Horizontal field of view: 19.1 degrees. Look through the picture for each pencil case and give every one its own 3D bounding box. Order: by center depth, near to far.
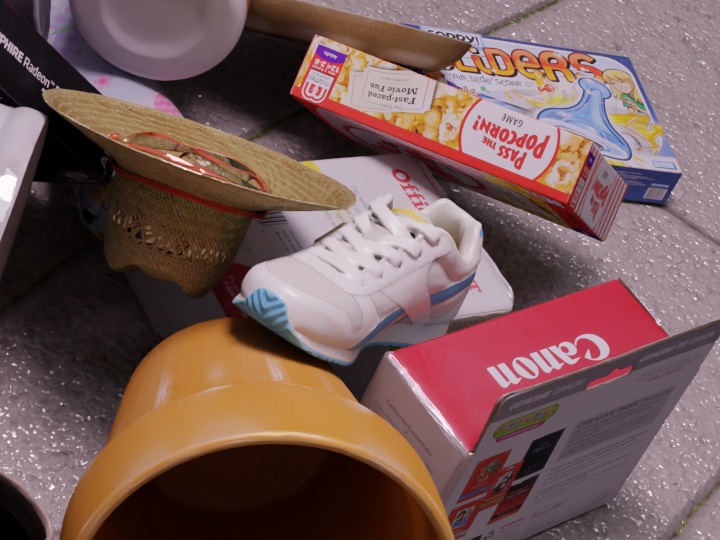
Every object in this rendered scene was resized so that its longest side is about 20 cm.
[{"bbox_3d":[-0.176,-0.105,1.381,0.091,0.083,0.200,-27,60,-15],"label":"pencil case"}]

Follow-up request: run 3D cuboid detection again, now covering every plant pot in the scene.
[{"bbox_3d":[-0.061,0.122,1.125,0.200,0.201,0.183,13,25,-16],"label":"plant pot"},{"bbox_3d":[-0.022,-0.168,1.498,0.199,0.028,0.200,14,5,-1],"label":"plant pot"}]

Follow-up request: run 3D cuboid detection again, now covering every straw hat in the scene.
[{"bbox_3d":[-0.103,-0.031,1.206,0.200,0.085,0.201,18,9,-3],"label":"straw hat"}]

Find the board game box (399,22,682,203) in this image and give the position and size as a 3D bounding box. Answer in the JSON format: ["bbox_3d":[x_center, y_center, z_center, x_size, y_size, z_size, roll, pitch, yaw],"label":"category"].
[{"bbox_3d":[0.129,-0.117,1.600,0.199,0.035,0.136,5,44,-24],"label":"board game box"}]

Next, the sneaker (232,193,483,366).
[{"bbox_3d":[0.000,0.000,1.189,0.076,0.081,0.200,34,19,21],"label":"sneaker"}]

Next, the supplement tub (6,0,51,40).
[{"bbox_3d":[-0.295,-0.175,1.331,0.199,0.107,0.107,1,42,-2],"label":"supplement tub"}]

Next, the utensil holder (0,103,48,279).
[{"bbox_3d":[-0.291,-0.039,1.176,0.199,0.170,0.170,20,39,-7],"label":"utensil holder"}]

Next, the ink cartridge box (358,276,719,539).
[{"bbox_3d":[0.094,0.081,1.252,0.200,0.176,0.084,-16,55,-41],"label":"ink cartridge box"}]

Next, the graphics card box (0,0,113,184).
[{"bbox_3d":[-0.238,-0.115,1.248,0.125,0.200,0.051,3,66,27],"label":"graphics card box"}]

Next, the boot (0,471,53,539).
[{"bbox_3d":[-0.175,0.173,1.022,0.200,0.146,0.070,41,39,16],"label":"boot"}]

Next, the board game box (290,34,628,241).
[{"bbox_3d":[0.069,-0.086,1.424,0.200,0.046,0.151,23,-2,18],"label":"board game box"}]

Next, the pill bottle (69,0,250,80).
[{"bbox_3d":[-0.116,-0.222,1.385,0.112,0.112,0.200,19,39,-9],"label":"pill bottle"}]

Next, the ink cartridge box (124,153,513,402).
[{"bbox_3d":[-0.027,0.009,1.336,0.200,0.084,0.145,-7,49,-34],"label":"ink cartridge box"}]
